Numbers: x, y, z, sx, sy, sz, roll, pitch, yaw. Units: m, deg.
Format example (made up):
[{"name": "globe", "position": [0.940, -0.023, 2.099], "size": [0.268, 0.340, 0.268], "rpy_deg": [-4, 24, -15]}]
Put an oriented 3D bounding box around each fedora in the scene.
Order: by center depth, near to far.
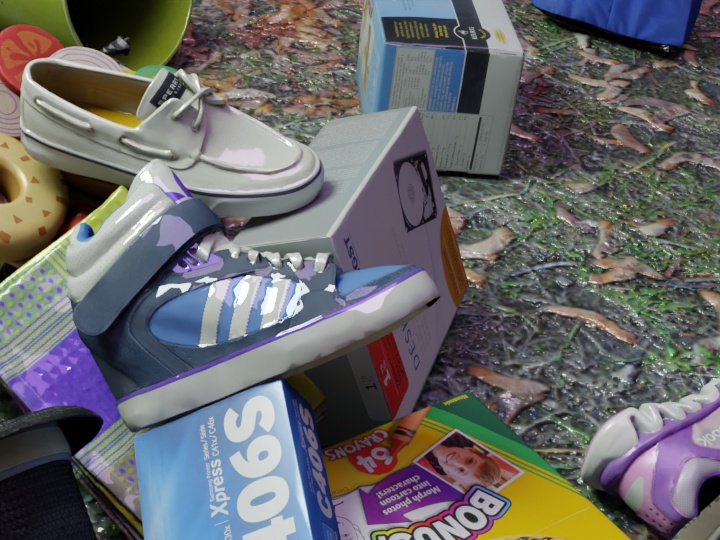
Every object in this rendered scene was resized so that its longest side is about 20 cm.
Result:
[{"name": "fedora", "position": [-0.206, 0.152, 0.612], "size": [0.200, 0.201, 0.092], "rpy_deg": [-23, 78, -38]}]

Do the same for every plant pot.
[{"name": "plant pot", "position": [-0.306, -0.295, 1.227], "size": [0.200, 0.187, 0.187], "rpy_deg": [10, 31, 31]}]

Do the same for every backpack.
[{"name": "backpack", "position": [0.316, -0.374, 1.459], "size": [0.200, 0.168, 0.163], "rpy_deg": [15, 28, 17]}]

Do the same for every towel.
[{"name": "towel", "position": [-0.130, 0.060, 0.726], "size": [0.144, 0.023, 0.200], "rpy_deg": [-41, 83, -16]}]

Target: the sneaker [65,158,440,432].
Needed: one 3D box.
[{"name": "sneaker", "position": [-0.071, -0.007, 0.686], "size": [0.200, 0.147, 0.081], "rpy_deg": [-22, -6, 4]}]

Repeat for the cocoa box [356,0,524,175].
[{"name": "cocoa box", "position": [0.070, -0.199, 1.173], "size": [0.131, 0.133, 0.200], "rpy_deg": [3, 34, -7]}]

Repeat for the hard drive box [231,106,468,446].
[{"name": "hard drive box", "position": [0.000, 0.000, 0.833], "size": [0.077, 0.156, 0.200], "rpy_deg": [-6, 29, 24]}]

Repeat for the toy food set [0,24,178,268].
[{"name": "toy food set", "position": [-0.200, -0.082, 0.822], "size": [0.200, 0.049, 0.198], "rpy_deg": [9, 55, -21]}]

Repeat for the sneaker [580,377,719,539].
[{"name": "sneaker", "position": [0.245, 0.120, 0.796], "size": [0.200, 0.081, 0.088], "rpy_deg": [-19, 48, -26]}]

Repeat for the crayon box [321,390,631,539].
[{"name": "crayon box", "position": [0.039, 0.167, 0.691], "size": [0.200, 0.058, 0.173], "rpy_deg": [-18, 41, -33]}]

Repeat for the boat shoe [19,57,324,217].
[{"name": "boat shoe", "position": [-0.119, -0.091, 0.755], "size": [0.200, 0.070, 0.071], "rpy_deg": [15, 44, 7]}]

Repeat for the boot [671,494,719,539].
[{"name": "boot", "position": [0.258, 0.204, 0.643], "size": [0.200, 0.073, 0.182], "rpy_deg": [40, 39, 23]}]

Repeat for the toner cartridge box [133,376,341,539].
[{"name": "toner cartridge box", "position": [-0.056, 0.161, 0.612], "size": [0.095, 0.043, 0.200], "rpy_deg": [-24, 52, 12]}]

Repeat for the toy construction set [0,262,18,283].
[{"name": "toy construction set", "position": [-0.276, 0.029, 0.791], "size": [0.131, 0.092, 0.200], "rpy_deg": [6, 39, -8]}]

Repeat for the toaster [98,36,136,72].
[{"name": "toaster", "position": [-0.223, -0.084, 0.956], "size": [0.200, 0.119, 0.181], "rpy_deg": [-22, 44, -36]}]
